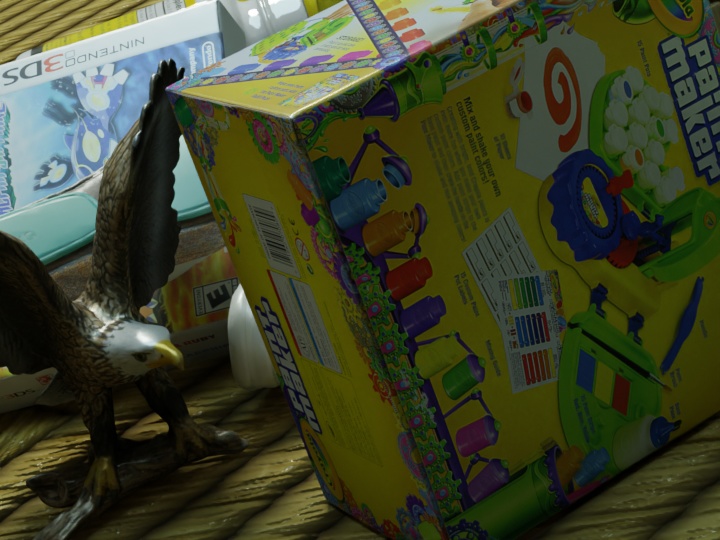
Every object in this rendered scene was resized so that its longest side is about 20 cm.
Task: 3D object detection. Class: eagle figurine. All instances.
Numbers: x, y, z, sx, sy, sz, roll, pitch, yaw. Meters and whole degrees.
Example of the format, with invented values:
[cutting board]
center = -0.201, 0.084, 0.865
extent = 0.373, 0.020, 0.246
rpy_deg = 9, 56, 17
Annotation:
[eagle figurine]
center = -0.125, 0.012, 0.961
extent = 0.150, 0.201, 0.152
rpy_deg = -10, 23, 27

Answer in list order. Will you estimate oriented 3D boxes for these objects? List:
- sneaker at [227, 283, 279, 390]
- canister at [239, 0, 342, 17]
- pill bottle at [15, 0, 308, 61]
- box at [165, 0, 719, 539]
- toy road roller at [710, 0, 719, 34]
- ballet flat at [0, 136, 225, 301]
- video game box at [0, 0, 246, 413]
[sneaker]
center = 0.000, 0.000, 1.085
extent = 0.088, 0.076, 0.200
rpy_deg = 0, 32, 15
[canister]
center = -0.036, -0.214, 1.603
extent = 0.148, 0.087, 0.200
rpy_deg = -33, 23, -31
[pill bottle]
center = -0.124, -0.127, 1.433
extent = 0.199, 0.112, 0.111
rpy_deg = -19, 21, 1
[box]
center = 0.056, -0.019, 0.874
extent = 0.192, 0.201, 0.122
rpy_deg = -28, 21, -21
[toy road roller]
center = 0.194, -0.108, 1.093
extent = 0.199, 0.123, 0.146
rpy_deg = -25, 8, -23
[ballet flat]
center = -0.122, -0.018, 1.066
extent = 0.199, 0.067, 0.068
rpy_deg = -21, 53, -20
[video game box]
center = -0.144, -0.034, 1.155
extent = 0.181, 0.047, 0.201
rpy_deg = -17, 62, 15
